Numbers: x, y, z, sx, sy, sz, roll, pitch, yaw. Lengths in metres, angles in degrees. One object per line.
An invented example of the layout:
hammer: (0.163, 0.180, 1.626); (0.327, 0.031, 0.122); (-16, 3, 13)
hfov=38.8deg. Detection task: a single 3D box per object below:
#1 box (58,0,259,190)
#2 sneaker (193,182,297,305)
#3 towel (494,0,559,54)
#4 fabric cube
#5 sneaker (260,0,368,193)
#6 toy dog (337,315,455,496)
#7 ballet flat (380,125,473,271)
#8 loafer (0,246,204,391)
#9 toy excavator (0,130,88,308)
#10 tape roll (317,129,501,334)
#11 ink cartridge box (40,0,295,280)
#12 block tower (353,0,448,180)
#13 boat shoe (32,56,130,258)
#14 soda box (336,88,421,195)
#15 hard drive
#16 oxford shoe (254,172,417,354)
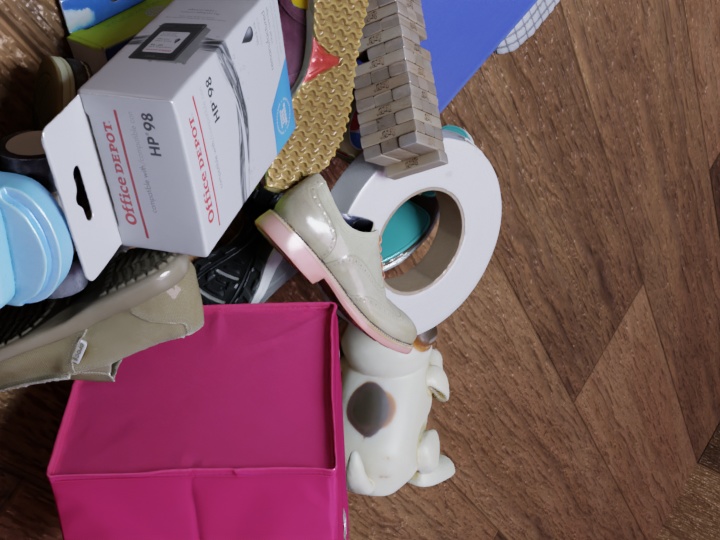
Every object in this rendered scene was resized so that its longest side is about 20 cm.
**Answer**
box: (-0.142, -0.124, 0.762); (0.122, 0.048, 0.201); (-39, 140, -35)
sneaker: (-0.091, 0.001, 0.894); (0.200, 0.074, 0.079); (-54, 150, -17)
towel: (0.150, -0.339, 1.001); (0.200, 0.085, 0.166); (-54, 144, -14)
fabric cube: (-0.109, 0.160, 0.790); (0.196, 0.199, 0.200); (-91, -179, -58)
sneaker: (-0.055, -0.164, 0.815); (0.075, 0.090, 0.201); (3, 109, -47)
toy dog: (0.017, 0.121, 1.074); (0.194, 0.139, 0.201); (-10, 106, -60)
ballet flat: (0.056, -0.064, 1.071); (0.200, 0.069, 0.070); (-54, 145, -18)
loafer: (-0.191, 0.047, 0.690); (0.068, 0.199, 0.076); (59, 21, -25)
toy excavator: (-0.277, -0.008, 0.586); (0.200, 0.194, 0.100); (-66, 162, -57)
tape roll: (0.047, -0.033, 0.951); (0.202, 0.037, 0.204); (-18, 122, -32)
ink cartridge box: (-0.112, -0.091, 0.657); (0.200, 0.066, 0.116); (-64, 155, -46)
block tower: (0.024, -0.182, 0.854); (0.058, 0.054, 0.201); (5, 73, -60)
boat shoe: (-0.185, -0.057, 0.711); (0.066, 0.072, 0.201); (-12, 129, -25)
soda box: (0.000, -0.134, 0.939); (0.200, 0.064, 0.068); (23, 92, -56)
hard drive: (0.088, -0.239, 0.929); (0.132, 0.025, 0.200); (18, 122, -45)
oxford shoe: (0.000, 0.000, 0.854); (0.074, 0.071, 0.200); (-47, 131, -3)
